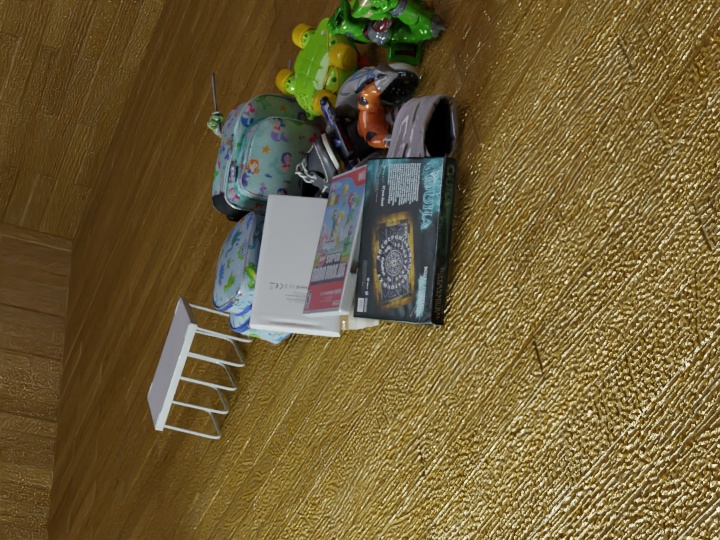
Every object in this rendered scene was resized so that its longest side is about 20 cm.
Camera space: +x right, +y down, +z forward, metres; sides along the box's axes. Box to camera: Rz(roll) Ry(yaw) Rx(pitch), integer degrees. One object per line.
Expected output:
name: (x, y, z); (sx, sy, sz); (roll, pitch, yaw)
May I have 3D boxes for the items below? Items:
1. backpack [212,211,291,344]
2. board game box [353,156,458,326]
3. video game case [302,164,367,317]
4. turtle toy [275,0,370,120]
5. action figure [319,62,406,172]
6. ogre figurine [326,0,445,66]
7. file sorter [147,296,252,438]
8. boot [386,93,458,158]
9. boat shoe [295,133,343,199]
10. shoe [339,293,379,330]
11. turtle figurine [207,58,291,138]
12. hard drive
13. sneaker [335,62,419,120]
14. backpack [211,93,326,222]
backpack: (-0.147, 0.009, 1.916); (0.200, 0.146, 0.184); (135, 146, -57)
board game box: (0.054, -0.037, 1.506); (0.135, 0.028, 0.202); (4, 88, 46)
video game case: (-0.027, -0.038, 1.659); (0.143, 0.017, 0.202); (-10, 66, 67)
turtle toy: (-0.037, -0.324, 1.908); (0.146, 0.101, 0.201); (36, 109, 45)
action figure: (0.026, -0.172, 1.720); (0.201, 0.104, 0.193); (70, 158, 6)
ogre figurine: (0.036, -0.343, 1.714); (0.200, 0.119, 0.099); (-38, 38, 55)
file sorter: (-0.283, 0.174, 2.177); (0.139, 0.124, 0.201); (-132, 59, -66)
boot: (0.070, -0.126, 1.556); (0.095, 0.073, 0.202); (176, 104, -68)
boat shoe: (-0.061, -0.138, 1.807); (0.200, 0.062, 0.073); (90, 159, -75)
shoe: (0.000, 0.000, 1.696); (0.070, 0.053, 0.201); (81, -173, -50)
turtle figurine: (-0.195, -0.268, 2.216); (0.194, 0.143, 0.201); (-119, 43, -55)
hard drive: (-0.082, -0.009, 1.793); (0.027, 0.131, 0.202); (78, -162, -71)
sneaker: (0.024, -0.269, 1.770); (0.200, 0.071, 0.073); (-13, 55, 62)
backpack: (-0.136, -0.179, 1.962); (0.150, 0.176, 0.202); (-20, 61, 63)
